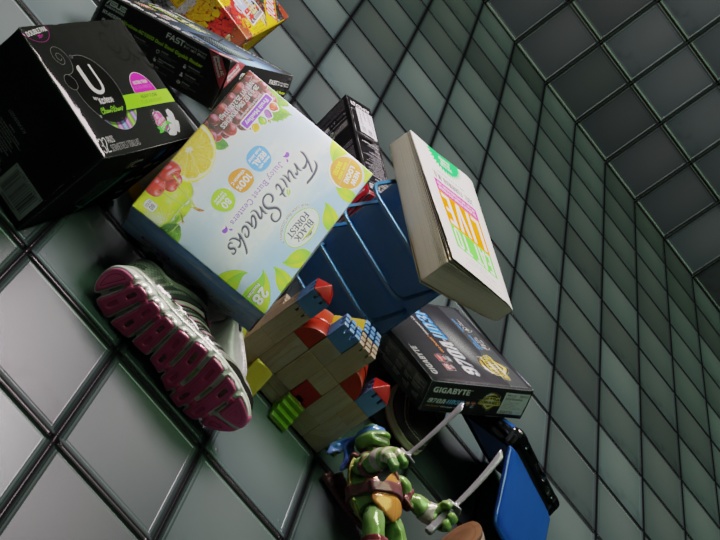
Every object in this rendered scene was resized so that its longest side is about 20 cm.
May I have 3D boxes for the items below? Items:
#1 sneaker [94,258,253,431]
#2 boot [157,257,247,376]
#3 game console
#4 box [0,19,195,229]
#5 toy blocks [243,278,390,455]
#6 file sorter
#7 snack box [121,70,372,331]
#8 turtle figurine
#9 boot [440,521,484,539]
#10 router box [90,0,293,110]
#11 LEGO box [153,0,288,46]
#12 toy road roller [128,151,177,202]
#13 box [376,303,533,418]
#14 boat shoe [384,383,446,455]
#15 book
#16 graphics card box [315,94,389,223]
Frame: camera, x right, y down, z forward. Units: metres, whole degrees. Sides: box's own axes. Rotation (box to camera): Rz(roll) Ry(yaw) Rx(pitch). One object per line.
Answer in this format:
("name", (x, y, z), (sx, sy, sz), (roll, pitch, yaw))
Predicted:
("sneaker", (-0.167, 0.064, 1.427), (0.200, 0.074, 0.087), (48, 28, -5))
("boot", (-0.142, 0.026, 1.501), (0.073, 0.095, 0.201), (15, 43, -51))
("game console", (0.169, 0.273, 1.837), (0.170, 0.118, 0.201), (34, -17, 38))
("box", (-0.280, -0.146, 1.431), (0.149, 0.124, 0.200), (56, 23, 1))
("toy blocks", (-0.040, 0.094, 1.567), (0.200, 0.136, 0.100), (50, 22, -14))
("file sorter", (0.000, 0.000, 1.711), (0.140, 0.199, 0.122), (58, 26, 10))
("snack box", (-0.111, -0.070, 1.470), (0.168, 0.068, 0.200), (40, 64, -3))
("turtle figurine", (0.057, 0.243, 1.509), (0.144, 0.198, 0.196), (95, -3, -63))
("boot", (0.129, 0.377, 1.623), (0.147, 0.070, 0.200), (60, 22, -4))
("router box", (-0.198, -0.250, 1.722), (0.199, 0.063, 0.150), (31, 12, 21))
("LEGO box", (-0.194, -0.366, 1.995), (0.149, 0.077, 0.200), (53, 21, -7))
("toy road roller", (-0.146, -0.068, 1.612), (0.200, 0.122, 0.147), (-9, 77, -67))
("box", (0.097, 0.105, 1.811), (0.158, 0.046, 0.200), (9, 25, -33))
("boat shoe", (0.080, 0.156, 1.828), (0.072, 0.065, 0.200), (51, 22, -10))
("book", (0.102, -0.049, 1.675), (0.133, 0.048, 0.201), (32, 32, -42))
("graphics card box", (-0.027, -0.120, 1.921), (0.051, 0.125, 0.201), (26, 33, -34))
